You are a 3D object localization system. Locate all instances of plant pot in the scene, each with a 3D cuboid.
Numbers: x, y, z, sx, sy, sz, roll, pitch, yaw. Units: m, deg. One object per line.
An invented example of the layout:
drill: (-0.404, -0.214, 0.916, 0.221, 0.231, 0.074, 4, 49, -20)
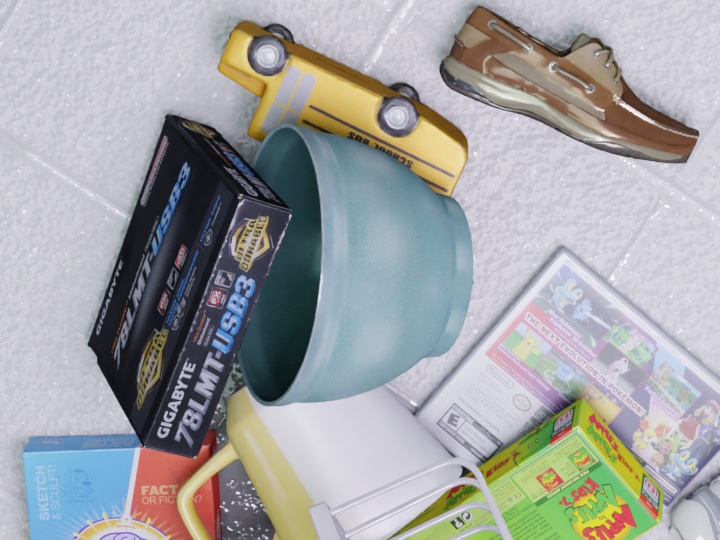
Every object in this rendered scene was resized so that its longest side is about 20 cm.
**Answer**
plant pot: (0.000, 0.000, 1.576, 0.133, 0.200, 0.201, 4, 104, -20)

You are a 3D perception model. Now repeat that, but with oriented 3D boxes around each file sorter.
file sorter: (0.062, 0.238, 1.553, 0.124, 0.200, 0.139, -24, 60, 1)

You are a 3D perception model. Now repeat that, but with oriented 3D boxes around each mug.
mug: (-0.038, 0.144, 1.667, 0.186, 0.149, 0.154, -36, 91, -26)

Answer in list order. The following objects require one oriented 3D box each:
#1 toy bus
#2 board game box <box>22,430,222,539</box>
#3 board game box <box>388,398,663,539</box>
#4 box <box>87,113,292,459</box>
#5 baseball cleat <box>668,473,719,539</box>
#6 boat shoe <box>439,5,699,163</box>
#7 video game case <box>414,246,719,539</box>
toy bus: (-0.015, -0.116, 1.650, 0.199, 0.065, 0.079, 25, 105, -3)
board game box: (-0.185, 0.231, 1.751, 0.152, 0.040, 0.201, -3, 103, 4)
board game box: (0.123, 0.197, 1.691, 0.200, 0.048, 0.102, -36, 104, 23)
box: (-0.132, 0.008, 1.617, 0.049, 0.199, 0.201, 15, 105, -26)
baseball cleat: (0.331, 0.245, 1.712, 0.106, 0.070, 0.200, -38, 99, 11)
boat shoe: (0.160, -0.139, 1.630, 0.199, 0.076, 0.074, 21, 100, -3)
video game case: (0.174, 0.112, 1.714, 0.200, 0.023, 0.182, 40, 102, -5)
